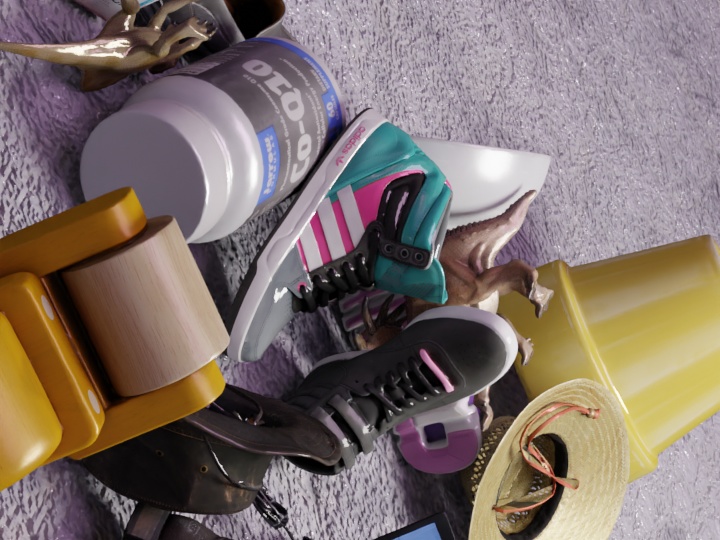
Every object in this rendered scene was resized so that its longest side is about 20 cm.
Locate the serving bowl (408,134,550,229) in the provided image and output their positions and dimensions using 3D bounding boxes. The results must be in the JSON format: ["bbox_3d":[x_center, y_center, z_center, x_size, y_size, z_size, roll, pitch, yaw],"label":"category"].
[{"bbox_3d":[0.041,-0.068,1.627,0.200,0.200,0.066,3,96,-60],"label":"serving bowl"}]

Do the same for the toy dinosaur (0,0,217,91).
[{"bbox_3d":[-0.152,-0.147,1.409,0.058,0.101,0.200,59,27,12],"label":"toy dinosaur"}]

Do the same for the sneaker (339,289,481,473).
[{"bbox_3d":[0.045,0.054,1.676,0.088,0.080,0.201,-49,123,-64],"label":"sneaker"}]

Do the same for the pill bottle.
[{"bbox_3d":[-0.098,-0.084,1.452,0.200,0.114,0.114,-37,107,-60],"label":"pill bottle"}]

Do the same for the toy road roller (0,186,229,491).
[{"bbox_3d":[-0.178,0.054,1.152,0.146,0.200,0.123,-86,152,-75],"label":"toy road roller"}]

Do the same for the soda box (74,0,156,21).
[{"bbox_3d":[-0.170,-0.277,1.476,0.064,0.068,0.201,29,50,-52],"label":"soda box"}]

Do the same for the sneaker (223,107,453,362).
[{"bbox_3d":[0.000,0.000,1.492,0.200,0.121,0.084,-57,170,-6],"label":"sneaker"}]

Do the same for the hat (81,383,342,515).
[{"bbox_3d":[-0.115,0.104,1.326,0.200,0.200,0.081,12,103,-58],"label":"hat"}]

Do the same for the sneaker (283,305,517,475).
[{"bbox_3d":[0.019,0.090,1.490,0.071,0.200,0.099,55,43,-15],"label":"sneaker"}]

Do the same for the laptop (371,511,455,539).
[{"bbox_3d":[0.003,0.278,1.376,0.200,0.103,0.178,-29,100,-61],"label":"laptop"}]

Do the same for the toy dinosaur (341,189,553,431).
[{"bbox_3d":[0.059,0.027,1.574,0.086,0.135,0.201,-25,135,-67],"label":"toy dinosaur"}]

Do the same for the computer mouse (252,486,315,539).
[{"bbox_3d":[-0.034,0.179,1.471,0.200,0.034,0.059,51,-6,-35],"label":"computer mouse"}]

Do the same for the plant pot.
[{"bbox_3d":[0.239,0.067,1.830,0.201,0.188,0.201,61,12,-23],"label":"plant pot"}]

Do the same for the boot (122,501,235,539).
[{"bbox_3d":[-0.070,0.219,1.277,0.200,0.174,0.069,-74,-179,-48],"label":"boot"}]

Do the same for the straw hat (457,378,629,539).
[{"bbox_3d":[0.124,0.166,1.720,0.201,0.085,0.202,-22,123,-38],"label":"straw hat"}]

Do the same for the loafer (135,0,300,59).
[{"bbox_3d":[-0.083,-0.174,1.571,0.200,0.072,0.073,26,52,-54],"label":"loafer"}]
